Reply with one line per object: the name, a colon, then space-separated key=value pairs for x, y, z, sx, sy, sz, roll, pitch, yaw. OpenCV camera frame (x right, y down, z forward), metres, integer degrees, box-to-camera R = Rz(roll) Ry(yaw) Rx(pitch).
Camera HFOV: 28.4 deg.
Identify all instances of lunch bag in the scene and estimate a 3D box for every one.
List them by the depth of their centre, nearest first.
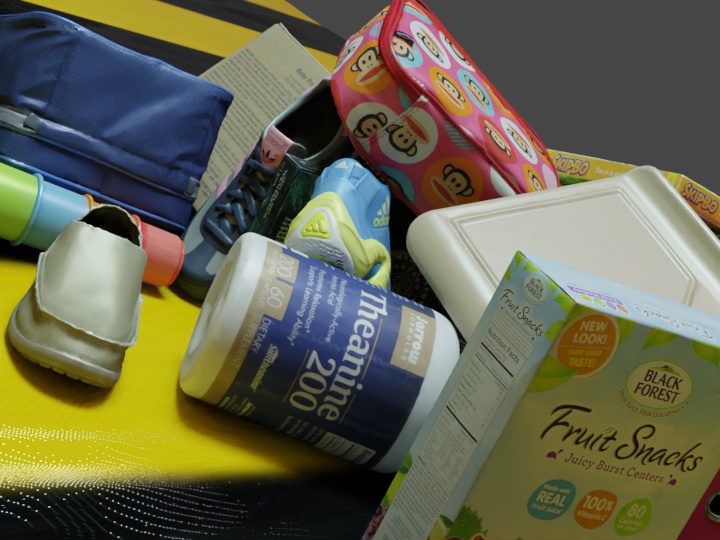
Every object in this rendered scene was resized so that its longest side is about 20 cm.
lunch bag: x=0.067 y=-0.106 z=1.067 sx=0.200 sy=0.082 sz=0.176 roll=47 pitch=23 yaw=-16
lunch bag: x=-0.213 y=-0.106 z=1.086 sx=0.199 sy=0.133 sz=0.136 roll=20 pitch=-4 yaw=-33

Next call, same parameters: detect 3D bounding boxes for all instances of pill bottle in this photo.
pill bottle: x=-0.006 y=0.063 z=0.914 sx=0.199 sy=0.111 sz=0.111 roll=23 pitch=15 yaw=-12

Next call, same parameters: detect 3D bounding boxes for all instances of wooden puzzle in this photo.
wooden puzzle: x=0.153 y=0.016 z=0.937 sx=0.199 sy=0.037 sz=0.185 roll=-15 pitch=50 yaw=-22

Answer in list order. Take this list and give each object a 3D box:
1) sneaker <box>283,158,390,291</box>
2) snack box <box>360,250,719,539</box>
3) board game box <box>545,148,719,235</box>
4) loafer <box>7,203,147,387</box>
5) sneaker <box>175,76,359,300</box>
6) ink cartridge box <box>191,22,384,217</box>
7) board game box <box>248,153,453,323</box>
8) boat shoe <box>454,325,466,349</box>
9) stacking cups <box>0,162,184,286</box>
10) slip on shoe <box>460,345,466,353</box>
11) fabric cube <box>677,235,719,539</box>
sneaker: x=0.001 y=-0.006 z=1.021 sx=0.075 sy=0.106 sz=0.200 roll=13 pitch=-26 yaw=13
snack box: x=0.118 y=0.106 z=0.807 sx=0.168 sy=0.201 sz=0.068 roll=16 pitch=18 yaw=-34
board game box: x=0.232 y=-0.067 z=1.220 sx=0.095 sy=0.030 sz=0.200 roll=24 pitch=-5 yaw=-33
loafer: x=-0.173 y=0.008 z=0.897 sx=0.075 sy=0.069 sz=0.200 roll=22 pitch=16 yaw=-18
sneaker: x=-0.074 y=-0.068 z=1.068 sx=0.070 sy=0.200 sz=0.082 roll=36 pitch=-14 yaw=17
ink cartridge box: x=-0.082 y=-0.102 z=1.206 sx=0.200 sy=0.164 sz=0.075 roll=49 pitch=-10 yaw=47
board game box: x=0.000 y=0.000 z=1.091 sx=0.199 sy=0.136 sz=0.028 roll=16 pitch=17 yaw=-36
boat shoe: x=0.148 y=0.058 z=1.269 sx=0.199 sy=0.072 sz=0.068 roll=22 pitch=11 yaw=-24
stacking cups: x=-0.220 y=-0.032 z=1.001 sx=0.199 sy=0.061 sz=0.061 roll=24 pitch=14 yaw=-29
slip on shoe: x=0.125 y=0.118 z=1.066 sx=0.200 sy=0.076 sz=0.061 roll=34 pitch=-25 yaw=55
fabric cube: x=0.280 y=0.095 z=1.124 sx=0.195 sy=0.200 sz=0.200 roll=24 pitch=15 yaw=-15
